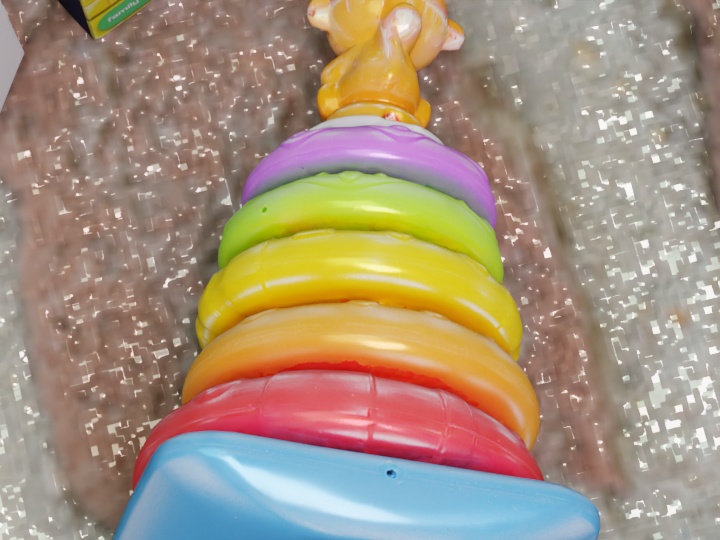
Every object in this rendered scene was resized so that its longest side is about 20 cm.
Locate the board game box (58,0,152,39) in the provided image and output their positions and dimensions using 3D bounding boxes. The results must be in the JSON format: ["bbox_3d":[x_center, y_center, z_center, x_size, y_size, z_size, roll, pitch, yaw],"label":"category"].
[{"bbox_3d":[-0.021,-0.170,0.815,0.200,0.165,0.057,-38,74,-8],"label":"board game box"}]

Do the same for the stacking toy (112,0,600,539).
[{"bbox_3d":[0.000,0.000,0.801,0.116,0.110,0.200,9,61,-10],"label":"stacking toy"}]

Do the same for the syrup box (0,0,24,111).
[{"bbox_3d":[-0.166,0.000,0.813,0.081,0.079,0.200,16,74,9],"label":"syrup box"}]
